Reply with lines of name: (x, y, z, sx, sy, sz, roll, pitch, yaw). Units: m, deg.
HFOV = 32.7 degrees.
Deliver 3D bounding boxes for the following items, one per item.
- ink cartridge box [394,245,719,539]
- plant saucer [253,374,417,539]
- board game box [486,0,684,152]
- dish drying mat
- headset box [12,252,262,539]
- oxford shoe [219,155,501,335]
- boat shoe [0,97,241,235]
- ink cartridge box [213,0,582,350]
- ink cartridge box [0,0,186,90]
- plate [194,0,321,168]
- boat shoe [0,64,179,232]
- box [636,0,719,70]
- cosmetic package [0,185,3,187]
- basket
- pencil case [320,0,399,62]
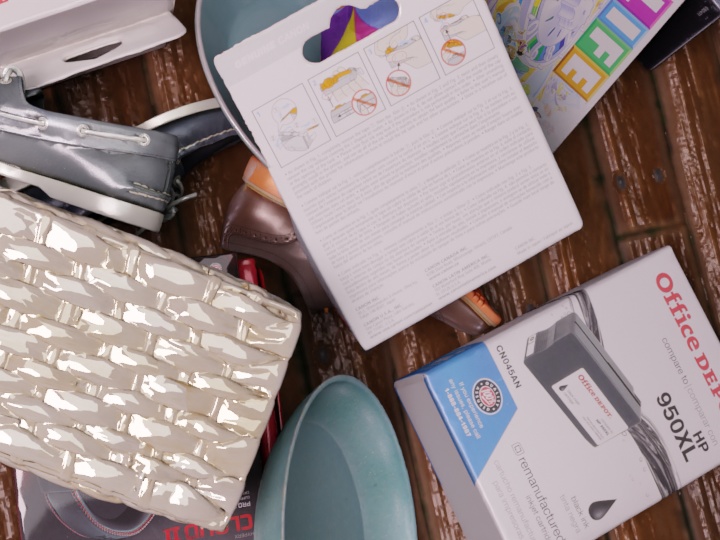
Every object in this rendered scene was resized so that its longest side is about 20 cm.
ink cartridge box: (0.145, 0.093, 0.819, 0.198, 0.084, 0.146, -26, 86, -16)
plant saucer: (-0.016, 0.166, 0.736, 0.036, 0.200, 0.203, -9, 79, 22)
board game box: (0.142, -0.194, 0.827, 0.134, 0.034, 0.200, 41, 117, 4)
dish drying mat: (-0.059, 0.098, 0.776, 0.018, 0.077, 0.203, -7, 81, -12)
headset box: (-0.139, 0.099, 0.748, 0.147, 0.075, 0.203, -6, 89, -15)
oxford shoe: (0.000, 0.000, 0.823, 0.198, 0.071, 0.073, 29, 97, -4)
boat shoe: (-0.149, -0.055, 0.786, 0.198, 0.075, 0.062, -24, 84, -14)
ink cartridge box: (0.023, -0.076, 0.737, 0.161, 0.050, 0.202, -29, 107, -3)
ink cartridge box: (-0.203, -0.211, 0.777, 0.127, 0.125, 0.202, -21, 85, -15)
plate: (-0.032, -0.122, 0.813, 0.199, 0.025, 0.202, 26, 49, -33)
boat shoe: (-0.200, -0.085, 0.720, 0.198, 0.073, 0.062, 22, 90, 0)
box: (0.237, -0.297, 0.895, 0.198, 0.123, 0.200, -41, 91, -17)
cosmetic package: (-0.318, -0.025, 0.731, 0.197, 0.051, 0.084, 7, 77, 5)
basket: (-0.138, 0.044, 0.648, 0.198, 0.123, 0.137, 22, 83, -13)
pencil case: (0.015, -0.174, 0.812, 0.087, 0.089, 0.202, 8, 57, -11)
